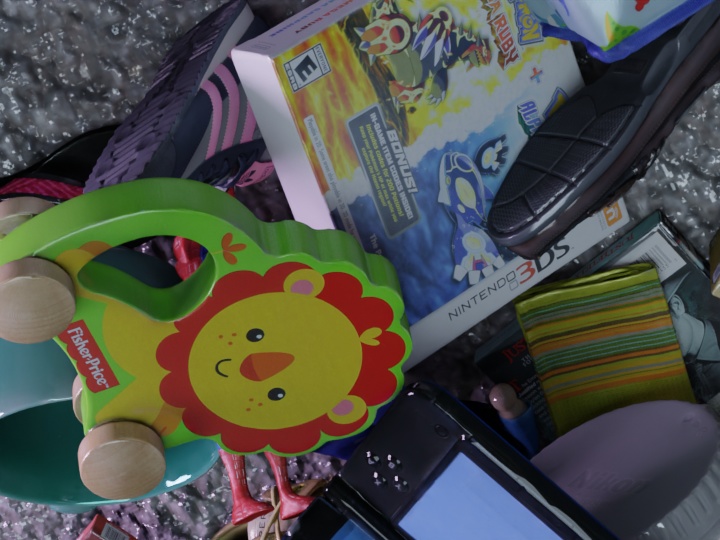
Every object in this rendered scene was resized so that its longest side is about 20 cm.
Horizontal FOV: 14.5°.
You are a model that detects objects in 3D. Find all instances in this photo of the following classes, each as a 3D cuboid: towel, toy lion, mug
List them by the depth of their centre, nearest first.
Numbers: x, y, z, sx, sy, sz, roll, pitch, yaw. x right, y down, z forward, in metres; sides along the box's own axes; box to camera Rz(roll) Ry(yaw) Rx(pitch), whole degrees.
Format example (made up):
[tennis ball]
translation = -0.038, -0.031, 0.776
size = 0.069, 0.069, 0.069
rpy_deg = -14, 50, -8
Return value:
[toy lion]
translation = -0.076, 0.027, 1.460
size = 0.192, 0.069, 0.200
rpy_deg = -20, 132, 7
[mug]
translation = -0.167, 0.060, 1.632
size = 0.152, 0.115, 0.185
rpy_deg = 20, 144, -40
[towel]
translation = 0.157, 0.091, 1.654
size = 0.086, 0.018, 0.200
rpy_deg = -14, 115, 13

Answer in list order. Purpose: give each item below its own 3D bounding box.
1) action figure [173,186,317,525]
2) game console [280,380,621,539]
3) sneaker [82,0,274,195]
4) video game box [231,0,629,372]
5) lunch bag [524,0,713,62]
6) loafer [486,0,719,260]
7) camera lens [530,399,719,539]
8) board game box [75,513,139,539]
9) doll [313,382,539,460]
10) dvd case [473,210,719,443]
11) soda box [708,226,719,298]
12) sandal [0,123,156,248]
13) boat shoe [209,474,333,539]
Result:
[action figure]
translation = -0.063, 0.038, 1.577
size = 0.052, 0.065, 0.200
rpy_deg = -28, 72, 47
[game console]
translation = 0.046, 0.189, 1.496
size = 0.200, 0.118, 0.171
rpy_deg = 40, 141, 4
[sneaker]
translation = -0.081, -0.068, 1.524
size = 0.070, 0.200, 0.082
rpy_deg = -25, 113, 38
[video game box]
translation = 0.043, -0.071, 1.536
size = 0.182, 0.047, 0.200
rpy_deg = -34, 117, -27
[lunch bag]
translation = 0.155, -0.231, 1.463
size = 0.200, 0.127, 0.170
rpy_deg = -33, 112, -9
[loafer]
translation = 0.150, -0.079, 1.530
size = 0.063, 0.072, 0.200
rpy_deg = 43, 80, -30
[camera lens]
translation = 0.182, 0.195, 1.609
size = 0.160, 0.160, 0.200
rpy_deg = -24, 114, 16
[board game box]
translation = -0.172, 0.241, 1.767
size = 0.103, 0.019, 0.200
rpy_deg = 34, 125, -9
[doll]
translation = 0.040, 0.106, 1.662
size = 0.200, 0.049, 0.136
rpy_deg = 21, 135, -25
[dvd case]
translation = 0.186, 0.077, 1.666
size = 0.146, 0.022, 0.200
rpy_deg = -39, 108, 22
[soda box]
translation = 0.268, -0.066, 1.563
size = 0.068, 0.064, 0.200
rpy_deg = 24, 117, -6
[sandal]
translation = -0.188, -0.028, 1.640
size = 0.200, 0.045, 0.075
rpy_deg = -17, 112, 14
[boat shoe]
translation = -0.036, 0.160, 1.656
size = 0.066, 0.074, 0.200
rpy_deg = 23, 149, -17
